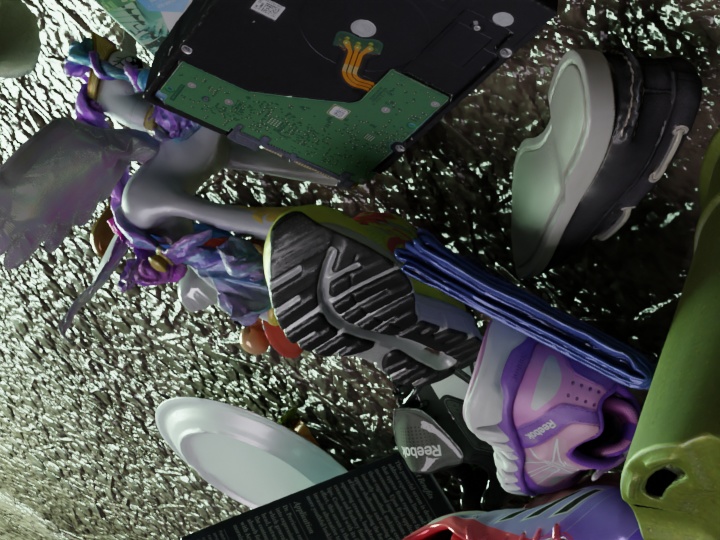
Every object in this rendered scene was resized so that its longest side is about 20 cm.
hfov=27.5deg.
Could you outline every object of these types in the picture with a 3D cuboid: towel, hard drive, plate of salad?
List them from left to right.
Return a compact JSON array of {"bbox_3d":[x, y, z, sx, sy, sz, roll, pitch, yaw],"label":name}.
[{"bbox_3d":[-0.080,0.156,1.242,0.199,0.048,0.201,20,151,11],"label":"plate of salad"},{"bbox_3d":[-0.010,-0.120,0.746,0.139,0.038,0.200,23,146,-20],"label":"hard drive"},{"bbox_3d":[0.102,0.022,0.801,0.144,0.024,0.200,28,-176,13],"label":"towel"}]

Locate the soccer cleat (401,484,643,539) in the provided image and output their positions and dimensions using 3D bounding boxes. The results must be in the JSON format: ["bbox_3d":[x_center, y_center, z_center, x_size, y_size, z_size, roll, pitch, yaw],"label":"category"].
[{"bbox_3d":[0.099,0.173,0.909,0.199,0.076,0.067,-19,76,54],"label":"soccer cleat"}]

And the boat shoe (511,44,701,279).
[{"bbox_3d":[0.117,-0.050,0.746,0.060,0.074,0.200,-2,155,-7],"label":"boat shoe"}]

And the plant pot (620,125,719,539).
[{"bbox_3d":[0.208,0.049,0.660,0.199,0.190,0.201,27,148,18],"label":"plant pot"}]

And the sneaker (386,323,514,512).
[{"bbox_3d":[0.050,0.084,0.967,0.066,0.091,0.200,-11,125,50],"label":"sneaker"}]

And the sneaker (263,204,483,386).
[{"bbox_3d":[0.000,0.000,0.853,0.078,0.091,0.200,-26,150,17],"label":"sneaker"}]

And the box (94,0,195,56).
[{"bbox_3d":[-0.112,-0.197,0.724,0.144,0.037,0.200,-15,138,34],"label":"box"}]

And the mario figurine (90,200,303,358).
[{"bbox_3d":[-0.096,0.014,0.997,0.199,0.123,0.107,19,125,36],"label":"mario figurine"}]

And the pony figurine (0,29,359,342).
[{"bbox_3d":[-0.120,-0.047,0.875,0.199,0.194,0.167,24,164,17],"label":"pony figurine"}]

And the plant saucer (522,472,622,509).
[{"bbox_3d":[0.201,0.200,0.992,0.199,0.051,0.201,21,148,14],"label":"plant saucer"}]

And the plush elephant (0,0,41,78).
[{"bbox_3d":[-0.242,-0.188,0.822,0.200,0.163,0.156,176,90,-66],"label":"plush elephant"}]

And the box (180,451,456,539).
[{"bbox_3d":[-0.022,0.249,1.124,0.149,0.199,0.107,87,158,-45],"label":"box"}]

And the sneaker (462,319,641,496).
[{"bbox_3d":[0.126,0.094,0.878,0.088,0.081,0.200,12,163,21],"label":"sneaker"}]
